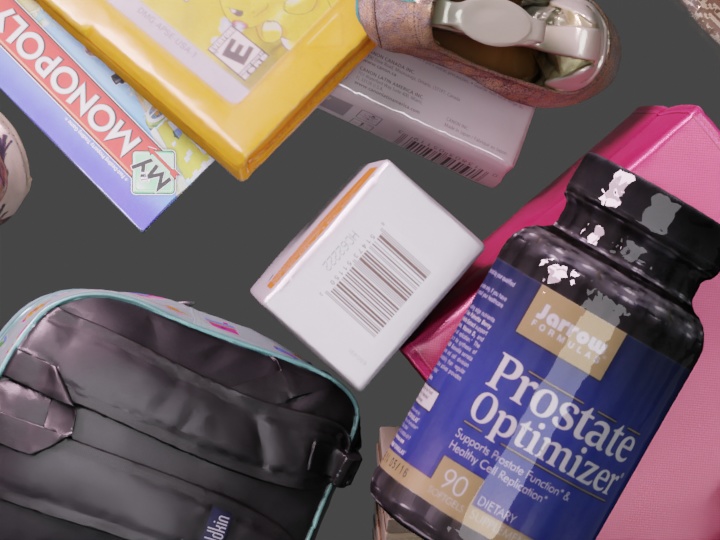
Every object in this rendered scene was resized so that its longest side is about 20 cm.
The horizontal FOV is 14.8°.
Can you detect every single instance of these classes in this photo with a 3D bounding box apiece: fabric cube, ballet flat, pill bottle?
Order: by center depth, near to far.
[{"bbox_3d":[0.098,0.049,1.352,0.111,0.112,0.201,29,92,-4],"label":"pill bottle"},{"bbox_3d":[0.087,-0.125,1.497,0.199,0.067,0.068,5,91,-41],"label":"ballet flat"},{"bbox_3d":[0.151,0.048,1.509,0.199,0.200,0.196,-40,94,-1],"label":"fabric cube"}]

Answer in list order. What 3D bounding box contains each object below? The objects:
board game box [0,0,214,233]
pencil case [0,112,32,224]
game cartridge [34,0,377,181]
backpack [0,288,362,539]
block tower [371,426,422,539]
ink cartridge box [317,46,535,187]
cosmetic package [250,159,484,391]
[{"bbox_3d":[-0.146,-0.139,1.567,0.135,0.029,0.200,-45,94,-3],"label":"board game box"},{"bbox_3d":[-0.279,-0.032,1.487,0.200,0.089,0.078,-27,130,-37],"label":"pencil case"},{"bbox_3d":[-0.077,-0.174,1.513,0.200,0.032,0.176,41,76,13],"label":"game cartridge"},{"bbox_3d":[-0.122,0.100,1.508,0.199,0.153,0.177,23,89,-20],"label":"backpack"},{"bbox_3d":[0.033,0.181,1.523,0.057,0.054,0.201,-1,126,-5],"label":"block tower"},{"bbox_3d":[0.042,-0.170,1.574,0.160,0.050,0.201,24,70,-11],"label":"ink cartridge box"},{"bbox_3d":[0.000,0.000,1.494,0.071,0.200,0.102,41,88,-4],"label":"cosmetic package"}]
